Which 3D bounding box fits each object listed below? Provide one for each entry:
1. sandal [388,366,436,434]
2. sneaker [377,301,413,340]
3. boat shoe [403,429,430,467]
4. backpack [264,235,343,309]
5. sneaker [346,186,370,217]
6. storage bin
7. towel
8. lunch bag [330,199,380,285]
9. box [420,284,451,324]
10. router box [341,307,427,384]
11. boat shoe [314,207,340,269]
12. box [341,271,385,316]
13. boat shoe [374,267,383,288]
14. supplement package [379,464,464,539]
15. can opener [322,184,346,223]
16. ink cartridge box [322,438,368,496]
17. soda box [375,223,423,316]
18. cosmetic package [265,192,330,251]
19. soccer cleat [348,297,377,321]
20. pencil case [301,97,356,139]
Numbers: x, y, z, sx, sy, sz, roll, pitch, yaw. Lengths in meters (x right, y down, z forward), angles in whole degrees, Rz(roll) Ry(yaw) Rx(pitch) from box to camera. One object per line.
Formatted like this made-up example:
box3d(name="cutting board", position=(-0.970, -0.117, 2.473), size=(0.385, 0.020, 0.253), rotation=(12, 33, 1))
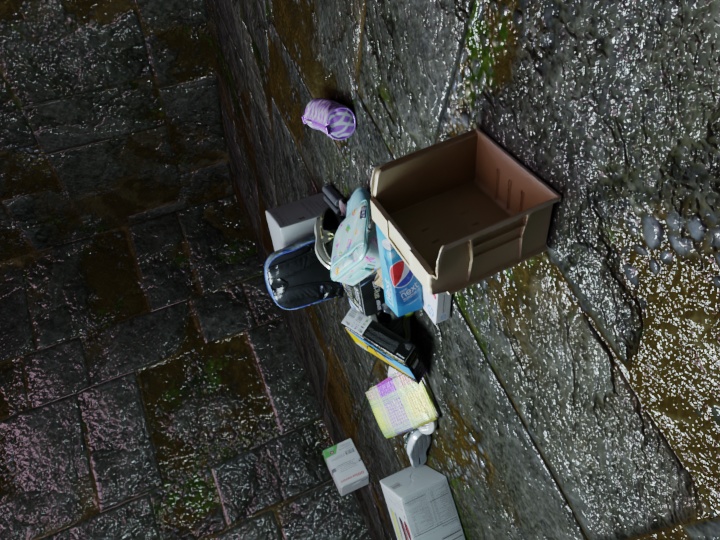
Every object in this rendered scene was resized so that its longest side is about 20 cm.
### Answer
box3d(name="sandal", position=(0.135, 0.330, 1.513), size=(0.082, 0.049, 0.206), rotation=(-36, 73, 31))
box3d(name="sneaker", position=(0.080, 0.126, 1.436), size=(0.203, 0.079, 0.074), rotation=(90, 156, -47))
box3d(name="boat shoe", position=(0.146, 0.478, 1.601), size=(0.071, 0.071, 0.202), rotation=(54, 158, 35))
box3d(name="backpack", position=(-0.171, 0.010, 1.635), size=(0.147, 0.196, 0.187), rotation=(-152, 45, -69))
box3d(name="sneaker", position=(-0.004, -0.149, 1.471), size=(0.200, 0.072, 0.084), rotation=(130, 139, -68))
box3d(name="storage bin", position=(0.137, -0.088, 0.823), size=(0.095, 0.195, 0.201), rotation=(82, 161, -44))
box3d(name="towel", position=(0.108, 0.339, 1.489), size=(0.199, 0.023, 0.146), rotation=(-35, 73, 36))
box3d(name="lunch bag", position=(-0.003, -0.059, 1.340), size=(0.200, 0.076, 0.164), rotation=(-39, 38, 56))
box3d(name="box", position=(0.135, -0.017, 1.177), size=(0.157, 0.040, 0.203), rotation=(-123, 21, -43))
box3d(name="router box", position=(0.060, 0.183, 1.402), size=(0.198, 0.051, 0.150), rotation=(29, 163, 32))
box3d(name="boat shoe", position=(-0.079, -0.084, 1.500), size=(0.061, 0.071, 0.204), rotation=(-60, 29, 34))
box3d(name="box", position=(0.000, 0.000, 1.557), size=(0.200, 0.084, 0.167), rotation=(-135, 31, -58))
box3d(name="boat shoe", position=(0.064, -0.006, 1.331), size=(0.201, 0.063, 0.072), rotation=(100, -168, -61))
box3d(name="supplement package", position=(0.170, 0.671, 1.597), size=(0.191, 0.144, 0.205), rotation=(158, 94, -73))
box3d(name="can opener", position=(-0.076, -0.182, 1.652), size=(0.200, 0.065, 0.054), rotation=(-129, 27, -51))
box3d(name="ink cartridge box", position=(-0.065, 0.876, 2.582), size=(0.201, 0.143, 0.085), rotation=(-124, 23, -44))
box3d(name="soda box", position=(0.080, -0.014, 1.181), size=(0.068, 0.063, 0.204), rotation=(-132, 28, -56))
box3d(name="cosmetic package", position=(-0.163, -0.111, 1.778), size=(0.167, 0.196, 0.170), rotation=(-136, 31, -55))
box3d(name="soccer cleat", position=(0.009, 0.127, 1.683), size=(0.086, 0.068, 0.204), rotation=(115, 135, -73))
box3d(name="pencil case", position=(-0.081, -0.376, 1.432), size=(0.200, 0.084, 0.086), rotation=(-140, 33, -60))
